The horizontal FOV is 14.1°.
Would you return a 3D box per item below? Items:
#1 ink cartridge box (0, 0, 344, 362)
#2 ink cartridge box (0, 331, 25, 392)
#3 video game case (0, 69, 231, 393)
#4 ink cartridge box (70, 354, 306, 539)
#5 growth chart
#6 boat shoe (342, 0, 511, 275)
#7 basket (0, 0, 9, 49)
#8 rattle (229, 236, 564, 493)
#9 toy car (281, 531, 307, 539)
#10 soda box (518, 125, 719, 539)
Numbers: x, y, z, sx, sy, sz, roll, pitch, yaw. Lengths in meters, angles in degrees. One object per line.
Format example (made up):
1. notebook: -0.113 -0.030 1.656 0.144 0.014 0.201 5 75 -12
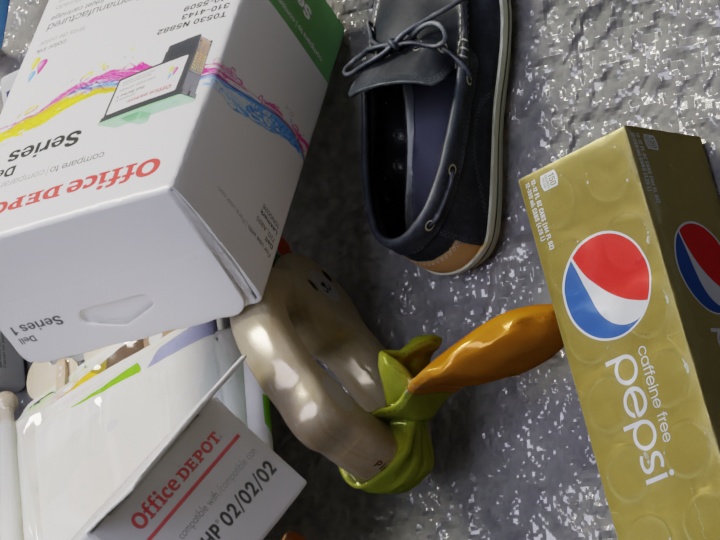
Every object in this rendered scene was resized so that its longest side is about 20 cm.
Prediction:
1. ink cartridge box: -0.106 -0.064 1.457 0.144 0.084 0.201 -15 39 29
2. ink cartridge box: -0.290 0.000 1.615 0.083 0.199 0.145 -14 78 39
3. video game case: -0.132 -0.030 1.601 0.143 0.018 0.201 -19 75 39
4. ink cartridge box: -0.102 0.139 1.390 0.068 0.115 0.200 42 135 -1
5. growth chart: -0.122 0.084 1.528 0.199 0.018 0.145 -24 50 30
6. boat shoe: 0.031 -0.099 1.436 0.074 0.062 0.201 -7 81 42
7. basket: -0.224 -0.237 1.629 0.177 0.138 0.200 66 153 20
8. rattle: 0.000 0.000 1.434 0.143 0.130 0.200 -56 34 28
9. toy car: -0.035 0.229 1.438 0.184 0.177 0.201 -7 54 36
10. soda box: 0.140 0.040 1.330 0.068 0.064 0.201 -27 70 36
